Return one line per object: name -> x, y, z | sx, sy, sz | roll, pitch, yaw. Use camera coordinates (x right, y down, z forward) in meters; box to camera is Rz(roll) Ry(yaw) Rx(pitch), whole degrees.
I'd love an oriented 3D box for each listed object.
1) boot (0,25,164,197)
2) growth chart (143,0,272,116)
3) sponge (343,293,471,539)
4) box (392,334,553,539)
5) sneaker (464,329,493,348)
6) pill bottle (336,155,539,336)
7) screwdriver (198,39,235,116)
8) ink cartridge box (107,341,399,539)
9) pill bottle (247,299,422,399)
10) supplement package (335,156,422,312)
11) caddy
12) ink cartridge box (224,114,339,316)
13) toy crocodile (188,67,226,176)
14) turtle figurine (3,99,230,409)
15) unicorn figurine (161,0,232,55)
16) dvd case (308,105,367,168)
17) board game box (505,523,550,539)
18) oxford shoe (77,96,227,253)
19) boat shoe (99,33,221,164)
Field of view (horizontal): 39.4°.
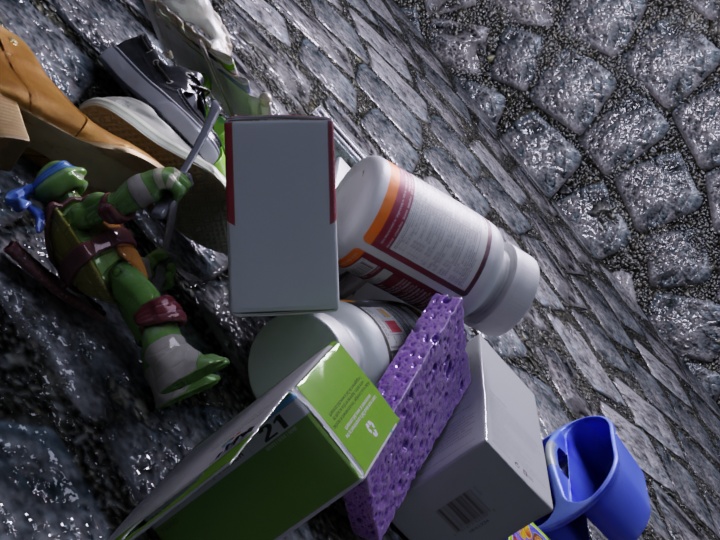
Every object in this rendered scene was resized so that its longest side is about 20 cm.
boot -> -0.254, -0.133, 0.839 | 0.201, 0.071, 0.144 | 15, 40, -52
growth chart -> -0.164, -0.219, 1.107 | 0.200, 0.018, 0.145 | 42, -16, 9
sponge -> 0.042, 0.123, 0.868 | 0.200, 0.030, 0.112 | -54, 147, -40
box -> 0.101, 0.173, 0.978 | 0.097, 0.124, 0.200 | 47, 20, -15
sneaker -> 0.100, 0.076, 1.231 | 0.200, 0.075, 0.114 | 65, 20, 13
pill bottle -> 0.067, -0.018, 0.967 | 0.200, 0.110, 0.110 | 29, 26, -21
screwdriver -> -0.144, -0.167, 1.101 | 0.200, 0.029, 0.028 | 63, 1, -44
ink cartridge box -> -0.072, 0.141, 0.626 | 0.076, 0.148, 0.200 | 51, 20, -2
pill bottle -> -0.010, 0.083, 0.912 | 0.116, 0.116, 0.200 | 56, 20, 17
supplement package -> 0.000, 0.000, 1.084 | 0.200, 0.117, 0.117 | 43, 23, -18
caddy -> 0.241, 0.243, 1.140 | 0.105, 0.141, 0.200 | 52, 18, -10
ink cartridge box -> -0.066, -0.044, 0.825 | 0.200, 0.083, 0.146 | -155, -117, -84
toy crocodile -> -0.173, -0.149, 1.073 | 0.068, 0.062, 0.200 | 76, -9, -49
turtle figurine -> -0.140, -0.011, 0.741 | 0.200, 0.144, 0.194 | -14, 74, -51
unicorn figurine -> -0.227, -0.335, 1.255 | 0.200, 0.074, 0.137 | 57, 9, 34
dvd case -> -0.020, -0.082, 1.173 | 0.200, 0.146, 0.022 | 49, 52, -9
board game box -> 0.195, 0.339, 1.003 | 0.200, 0.045, 0.135 | 45, 20, -14
oxford shoe -> -0.175, -0.094, 0.939 | 0.200, 0.075, 0.058 | 40, 24, -14
boat shoe -> -0.186, -0.176, 1.000 | 0.200, 0.066, 0.070 | 43, -14, 37
